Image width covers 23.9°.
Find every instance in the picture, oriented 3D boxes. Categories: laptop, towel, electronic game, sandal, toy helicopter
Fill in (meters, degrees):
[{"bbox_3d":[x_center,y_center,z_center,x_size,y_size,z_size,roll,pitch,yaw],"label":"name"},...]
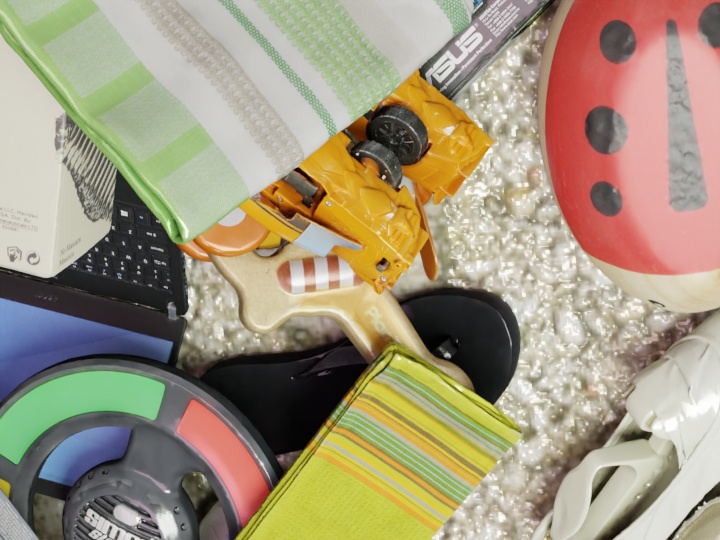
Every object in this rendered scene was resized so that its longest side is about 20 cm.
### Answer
[{"bbox_3d":[-0.194,0.017,0.946,0.176,0.104,0.201,13,136,12],"label":"laptop"},{"bbox_3d":[-0.054,-0.122,0.778,0.149,0.200,0.031,48,150,2],"label":"towel"},{"bbox_3d":[-0.008,0.134,0.882,0.086,0.018,0.200,33,107,-14],"label":"towel"},{"bbox_3d":[-0.127,0.143,0.934,0.198,0.042,0.202,5,106,17],"label":"electronic game"},{"bbox_3d":[-0.003,0.068,0.941,0.199,0.043,0.077,-19,99,21],"label":"sandal"},{"bbox_3d":[0.000,0.000,0.883,0.132,0.079,0.201,-37,95,-12],"label":"toy helicopter"}]

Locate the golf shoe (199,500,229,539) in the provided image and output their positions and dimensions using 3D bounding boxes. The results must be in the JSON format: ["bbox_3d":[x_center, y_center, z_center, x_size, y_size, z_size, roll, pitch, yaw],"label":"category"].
[{"bbox_3d":[-0.011,0.195,0.968,0.199,0.078,0.098,30,106,5],"label":"golf shoe"}]

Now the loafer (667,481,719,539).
[{"bbox_3d":[0.178,0.195,0.912,0.075,0.068,0.201,28,112,7],"label":"loafer"}]

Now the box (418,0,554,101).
[{"bbox_3d":[0.041,-0.215,0.842,0.193,0.048,0.200,46,114,2],"label":"box"}]

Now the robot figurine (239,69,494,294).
[{"bbox_3d":[-0.041,-0.085,0.824,0.200,0.145,0.058,38,143,-2],"label":"robot figurine"}]

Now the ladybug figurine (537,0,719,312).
[{"bbox_3d":[0.153,-0.066,0.825,0.135,0.072,0.201,-11,112,11],"label":"ladybug figurine"}]

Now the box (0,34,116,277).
[{"bbox_3d":[-0.158,-0.106,0.844,0.068,0.082,0.201,14,114,10],"label":"box"}]

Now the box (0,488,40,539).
[{"bbox_3d":[-0.263,0.133,0.961,0.200,0.040,0.137,49,131,14],"label":"box"}]

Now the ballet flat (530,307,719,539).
[{"bbox_3d":[0.152,0.092,0.882,0.069,0.069,0.201,32,115,5],"label":"ballet flat"}]
